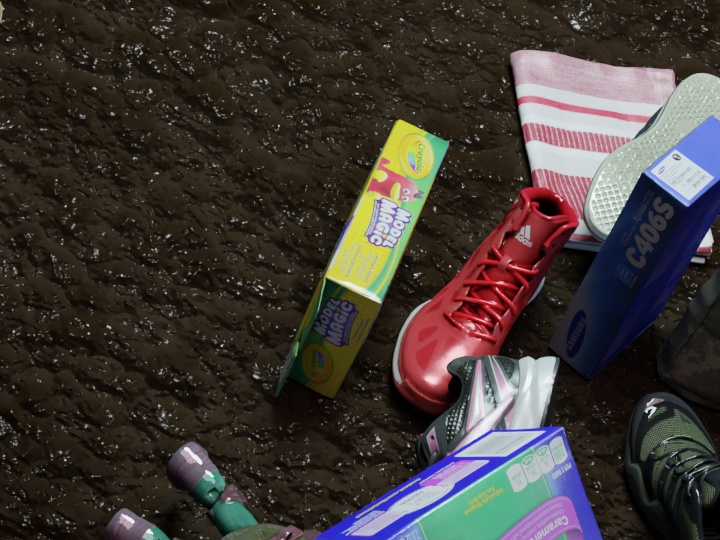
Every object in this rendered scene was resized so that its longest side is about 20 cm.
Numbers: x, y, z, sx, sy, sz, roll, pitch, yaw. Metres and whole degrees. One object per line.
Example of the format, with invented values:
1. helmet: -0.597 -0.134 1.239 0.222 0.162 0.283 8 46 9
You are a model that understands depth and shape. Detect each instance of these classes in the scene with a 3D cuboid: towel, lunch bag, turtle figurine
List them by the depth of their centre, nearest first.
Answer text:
1. turtle figurine: -0.061 0.201 1.515 0.200 0.101 0.150 37 48 19
2. lunch bag: 0.332 0.029 1.762 0.200 0.164 0.118 5 55 -18
3. towel: 0.200 -0.094 1.915 0.144 0.023 0.200 6 50 -16

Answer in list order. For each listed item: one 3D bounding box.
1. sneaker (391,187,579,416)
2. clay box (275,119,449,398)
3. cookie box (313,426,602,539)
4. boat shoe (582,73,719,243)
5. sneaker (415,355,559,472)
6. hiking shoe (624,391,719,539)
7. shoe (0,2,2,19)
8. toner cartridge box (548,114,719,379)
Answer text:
1. sneaker: 0.091 0.008 1.720 0.078 0.116 0.200 28 47 3
2. clay box: 0.000 0.000 1.693 0.048 0.115 0.200 24 48 -2
3. cookie box: 0.081 0.223 1.493 0.171 0.075 0.200 -28 104 -37
4. boat shoe: 0.232 -0.077 1.857 0.075 0.062 0.200 34 50 8
5. sneaker: 0.075 0.145 1.627 0.086 0.080 0.200 10 55 10
6. hiking shoe: 0.246 0.156 1.664 0.076 0.101 0.200 0 52 -22
7. shoe: -0.366 -0.197 1.769 0.200 0.053 0.070 13 68 -5
8. toner cartridge box: 0.209 -0.015 1.727 0.043 0.200 0.095 41 49 16
